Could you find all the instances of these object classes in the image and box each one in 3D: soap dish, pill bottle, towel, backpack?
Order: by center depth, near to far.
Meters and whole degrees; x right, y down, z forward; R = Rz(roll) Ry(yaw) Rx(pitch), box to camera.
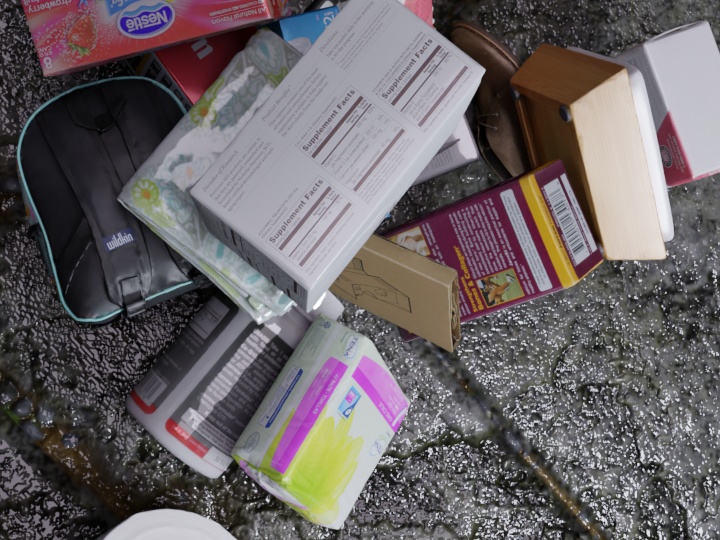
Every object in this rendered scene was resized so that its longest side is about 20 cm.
[{"bbox_3d":[-0.078,-0.079,0.944,0.171,0.048,0.200,40,81,-1],"label":"towel"},{"bbox_3d":[-0.217,-0.068,1.021,0.175,0.153,0.201,-23,99,-12],"label":"backpack"},{"bbox_3d":[-0.113,0.081,1.049,0.114,0.114,0.200,41,84,-10],"label":"pill bottle"},{"bbox_3d":[0.224,-0.114,1.114,0.081,0.157,0.201,-25,116,-11],"label":"soap dish"}]

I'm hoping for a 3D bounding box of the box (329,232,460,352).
[{"bbox_3d":[0.000,0.000,1.043,0.199,0.164,0.021,25,71,16],"label":"box"}]

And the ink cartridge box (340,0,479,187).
[{"bbox_3d":[0.009,-0.176,1.167,0.173,0.044,0.201,-21,92,6],"label":"ink cartridge box"}]

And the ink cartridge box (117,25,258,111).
[{"bbox_3d":[-0.176,-0.225,1.039,0.084,0.176,0.200,-39,97,-17],"label":"ink cartridge box"}]

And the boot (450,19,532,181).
[{"bbox_3d":[0.147,-0.171,1.198,0.075,0.074,0.200,-38,100,-11],"label":"boot"}]

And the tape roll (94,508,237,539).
[{"bbox_3d":[-0.173,0.317,0.994,0.202,0.071,0.203,26,46,-31],"label":"tape roll"}]

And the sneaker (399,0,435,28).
[{"bbox_3d":[0.041,-0.247,1.115,0.087,0.074,0.201,28,77,-43],"label":"sneaker"}]

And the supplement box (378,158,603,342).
[{"bbox_3d":[0.117,-0.018,1.100,0.086,0.200,0.111,-28,96,-55],"label":"supplement box"}]

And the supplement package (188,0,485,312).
[{"bbox_3d":[-0.019,-0.086,0.847,0.111,0.156,0.200,39,82,2],"label":"supplement package"}]

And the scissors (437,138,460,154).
[{"bbox_3d":[0.007,-0.089,1.122,0.200,0.014,0.073,-36,134,5],"label":"scissors"}]

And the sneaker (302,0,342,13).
[{"bbox_3d":[-0.042,-0.167,1.127,0.115,0.076,0.201,26,92,-15],"label":"sneaker"}]

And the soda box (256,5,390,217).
[{"bbox_3d":[-0.037,-0.138,1.052,0.064,0.068,0.201,-20,103,-24],"label":"soda box"}]

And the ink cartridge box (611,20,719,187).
[{"bbox_3d":[0.294,-0.155,1.173,0.085,0.200,0.146,-21,92,-18],"label":"ink cartridge box"}]

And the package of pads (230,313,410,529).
[{"bbox_3d":[-0.031,0.149,1.046,0.068,0.200,0.155,25,75,24],"label":"package of pads"}]

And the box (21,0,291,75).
[{"bbox_3d":[-0.169,-0.232,0.928,0.199,0.095,0.103,-11,103,9],"label":"box"}]
